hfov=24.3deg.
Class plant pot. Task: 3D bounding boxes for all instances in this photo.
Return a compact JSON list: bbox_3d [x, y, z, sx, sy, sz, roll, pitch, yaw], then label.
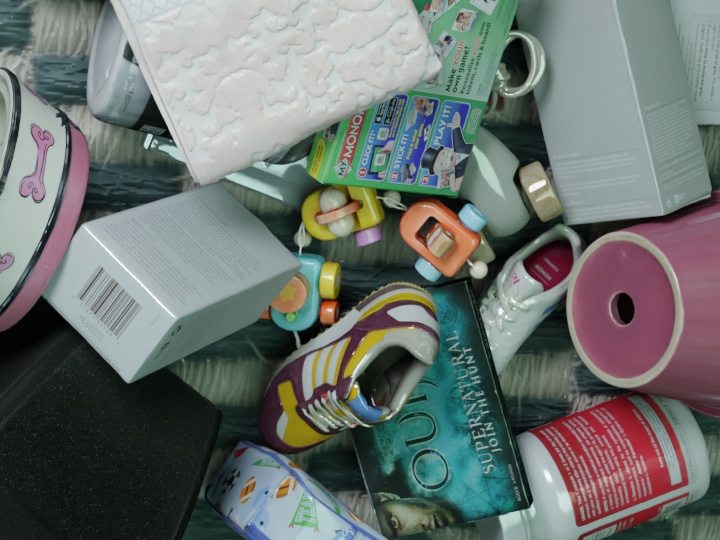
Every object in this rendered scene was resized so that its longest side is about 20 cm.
[{"bbox_3d":[-0.226,0.133,1.292,0.199,0.200,0.178,41,78,-23],"label":"plant pot"},{"bbox_3d":[0.279,0.030,1.404,0.179,0.200,0.200,-2,105,-40],"label":"plant pot"}]

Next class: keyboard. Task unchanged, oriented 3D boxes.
[{"bbox_3d":[-0.080,-0.092,1.378,0.200,0.011,0.056,21,91,-23],"label":"keyboard"}]

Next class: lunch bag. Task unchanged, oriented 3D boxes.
[{"bbox_3d":[-0.035,0.218,1.367,0.160,0.200,0.076,39,85,-23],"label":"lunch bag"}]

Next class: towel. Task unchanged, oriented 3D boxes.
[{"bbox_3d":[-0.065,-0.181,1.190,0.200,0.032,0.191,-25,112,1],"label":"towel"}]

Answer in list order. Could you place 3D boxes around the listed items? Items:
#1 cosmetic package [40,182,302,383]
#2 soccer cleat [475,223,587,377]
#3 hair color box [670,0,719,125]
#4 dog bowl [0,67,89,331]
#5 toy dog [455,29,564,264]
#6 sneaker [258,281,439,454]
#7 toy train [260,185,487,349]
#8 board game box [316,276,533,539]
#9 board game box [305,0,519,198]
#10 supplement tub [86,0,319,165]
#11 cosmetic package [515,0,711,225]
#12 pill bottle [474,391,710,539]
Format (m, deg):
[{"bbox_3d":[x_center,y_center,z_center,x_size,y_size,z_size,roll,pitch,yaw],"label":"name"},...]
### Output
[{"bbox_3d":[-0.139,0.004,1.263,0.101,0.200,0.071,44,116,10],"label":"cosmetic package"},{"bbox_3d":[0.117,0.036,1.430,0.070,0.086,0.200,40,82,16],"label":"soccer cleat"},{"bbox_3d":[0.330,-0.185,1.468,0.200,0.064,0.111,0,104,-18],"label":"hair color box"},{"bbox_3d":[-0.270,-0.043,1.224,0.074,0.200,0.200,24,95,-31],"label":"dog bowl"},{"bbox_3d":[0.093,-0.106,1.397,0.132,0.096,0.200,-10,103,-1],"label":"toy dog"},{"bbox_3d":[-0.015,0.096,1.345,0.075,0.090,0.200,32,120,-22],"label":"sneaker"},{"bbox_3d":[0.000,0.000,1.358,0.150,0.056,0.200,45,107,1],"label":"toy train"},{"bbox_3d":[0.054,0.118,1.411,0.135,0.028,0.200,-15,95,14],"label":"board game box"},{"bbox_3d":[0.045,-0.158,1.275,0.134,0.029,0.200,5,111,-36],"label":"board game box"},{"bbox_3d":[-0.101,-0.152,1.292,0.200,0.123,0.123,13,99,-22],"label":"supplement tub"},{"bbox_3d":[0.208,-0.144,1.387,0.090,0.107,0.200,-20,102,-44],"label":"cosmetic package"},{"bbox_3d":[0.199,0.183,1.488,0.200,0.112,0.112,-19,109,-14],"label":"pill bottle"}]
